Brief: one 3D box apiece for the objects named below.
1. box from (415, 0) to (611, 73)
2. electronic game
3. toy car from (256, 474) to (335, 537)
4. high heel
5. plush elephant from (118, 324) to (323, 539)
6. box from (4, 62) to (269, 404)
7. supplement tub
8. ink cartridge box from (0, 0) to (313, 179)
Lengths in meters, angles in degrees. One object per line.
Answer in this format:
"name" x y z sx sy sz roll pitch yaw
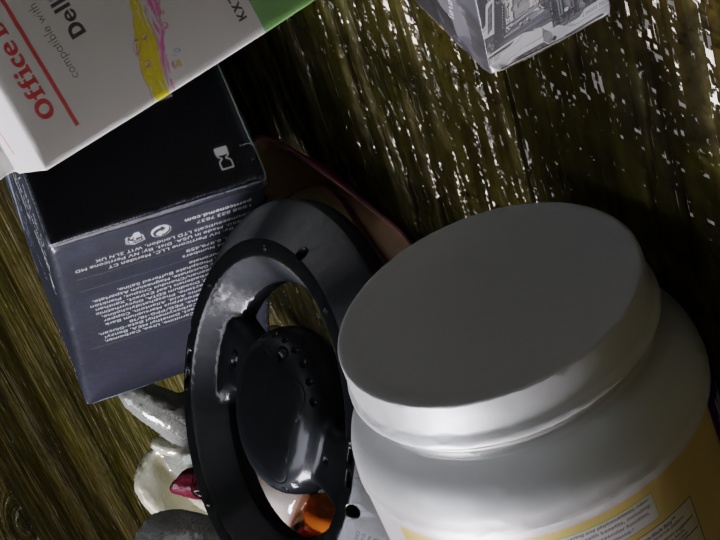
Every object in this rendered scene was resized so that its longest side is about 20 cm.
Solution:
"box" 0.006 -0.183 0.561 0.158 0.050 0.200 53 165 44
"electronic game" -0.030 0.066 0.863 0.200 0.041 0.201 6 97 57
"toy car" 0.006 0.167 0.961 0.174 0.150 0.200 22 140 3
"high heel" 0.000 0.000 0.904 0.096 0.067 0.200 54 169 -33
"plush elephant" -0.083 0.111 1.142 0.155 0.165 0.200 28 176 36
"box" -0.134 -0.064 0.990 0.200 0.117 0.197 93 155 -63
"supplement tub" 0.082 0.089 0.735 0.145 0.145 0.201 30 150 53
"ink cartridge box" -0.129 -0.121 0.810 0.117 0.200 0.067 59 162 -14
